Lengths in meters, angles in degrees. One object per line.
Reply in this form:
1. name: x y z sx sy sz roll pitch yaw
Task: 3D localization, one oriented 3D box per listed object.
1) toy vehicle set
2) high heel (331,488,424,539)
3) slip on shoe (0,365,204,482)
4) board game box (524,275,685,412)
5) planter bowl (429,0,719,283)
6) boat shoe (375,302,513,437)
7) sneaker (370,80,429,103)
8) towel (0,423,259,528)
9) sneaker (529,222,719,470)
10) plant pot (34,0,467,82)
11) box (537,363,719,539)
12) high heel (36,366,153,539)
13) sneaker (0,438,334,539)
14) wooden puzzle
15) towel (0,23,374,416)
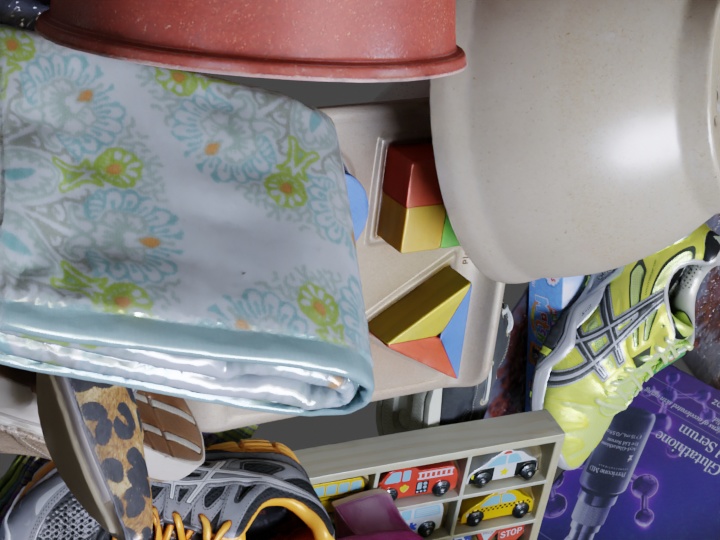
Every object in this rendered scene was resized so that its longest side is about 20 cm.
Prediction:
1. toy vehicle set: 0.027 0.158 1.092 0.198 0.027 0.125 -8 128 -22
2. high heel: -0.048 0.201 1.001 0.198 0.096 0.068 -17 131 -16
3. slip on shoe: -0.163 0.065 0.856 0.060 0.076 0.199 -37 142 24
4. board game box: 0.181 0.000 1.223 0.151 0.036 0.202 -27 129 -34
5. planter bowl: 0.138 -0.093 0.897 0.200 0.134 0.202 -4 95 -62
6. boat shoe: 0.062 0.033 1.084 0.067 0.072 0.201 -11 128 -33
7. sneaker: 0.070 -0.145 1.002 0.200 0.067 0.109 -24 119 -32
8. towel: -0.112 0.079 0.966 0.201 0.023 0.144 -56 141 -6
9. sneaker: 0.179 0.048 1.162 0.075 0.076 0.202 9 106 -49
10. plant pot: -0.040 -0.198 0.763 0.200 0.200 0.197 -9 111 -44
11. box: 0.234 0.193 1.304 0.200 0.147 0.105 -48 139 -16
12. high heel: -0.085 0.034 0.806 0.141 0.201 0.072 -10 142 -22
13. sneaker: -0.100 0.136 0.928 0.199 0.077 0.079 -5 119 -35
14. wooden puzzle: 0.000 0.000 0.944 0.198 0.046 0.187 -6 118 -26
15. towel: -0.091 -0.025 0.781 0.198 0.172 0.048 13 141 -25
